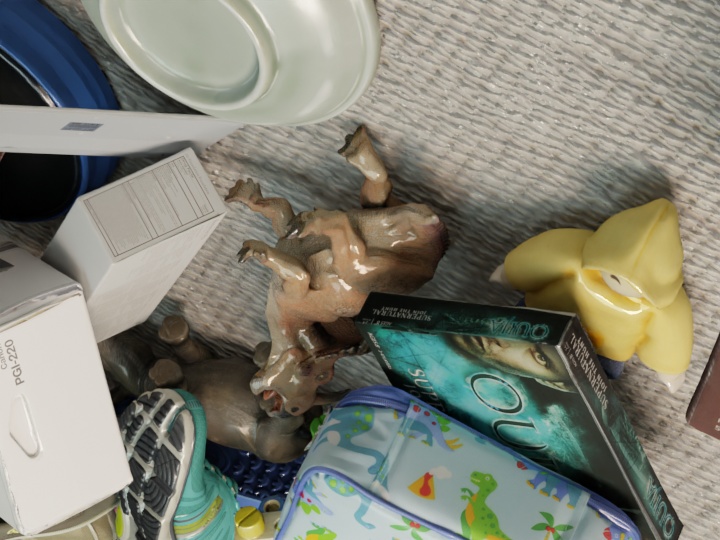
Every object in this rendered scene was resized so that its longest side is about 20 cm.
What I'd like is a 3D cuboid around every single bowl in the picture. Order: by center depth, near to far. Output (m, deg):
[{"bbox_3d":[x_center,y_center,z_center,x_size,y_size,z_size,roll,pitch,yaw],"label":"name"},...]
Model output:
[{"bbox_3d":[-0.241,-0.108,1.618,0.200,0.039,0.201,21,144,16],"label":"bowl"}]

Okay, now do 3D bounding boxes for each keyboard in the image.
[{"bbox_3d":[-0.163,-0.081,1.502,0.199,0.011,0.056,0,157,-35],"label":"keyboard"}]

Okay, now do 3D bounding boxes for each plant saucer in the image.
[{"bbox_3d":[-0.087,-0.142,1.444,0.199,0.050,0.201,22,145,16],"label":"plant saucer"}]

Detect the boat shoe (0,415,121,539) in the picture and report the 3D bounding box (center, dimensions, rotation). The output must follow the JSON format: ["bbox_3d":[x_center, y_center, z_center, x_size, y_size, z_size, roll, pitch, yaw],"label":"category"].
[{"bbox_3d":[-0.220,0.139,1.714,0.072,0.201,0.060,68,157,10],"label":"boat shoe"}]

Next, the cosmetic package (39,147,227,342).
[{"bbox_3d":[-0.152,-0.005,1.613,0.051,0.082,0.200,61,153,10],"label":"cosmetic package"}]

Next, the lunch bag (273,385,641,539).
[{"bbox_3d":[0.052,0.159,1.533,0.199,0.083,0.161,25,148,3],"label":"lunch bag"}]

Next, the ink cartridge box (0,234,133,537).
[{"bbox_3d":[-0.234,0.056,1.629,0.200,0.085,0.146,29,138,53],"label":"ink cartridge box"}]

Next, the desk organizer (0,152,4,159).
[{"bbox_3d":[-0.317,-0.099,1.584,0.200,0.077,0.072,35,146,-4],"label":"desk organizer"}]

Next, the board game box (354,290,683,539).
[{"bbox_3d":[0.093,0.090,1.507,0.135,0.028,0.200,5,143,34],"label":"board game box"}]

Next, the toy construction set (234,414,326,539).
[{"bbox_3d":[0.031,0.157,1.653,0.199,0.131,0.092,23,146,13],"label":"toy construction set"}]

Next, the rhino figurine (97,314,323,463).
[{"bbox_3d":[-0.110,0.075,1.727,0.199,0.060,0.088,15,152,28],"label":"rhino figurine"}]

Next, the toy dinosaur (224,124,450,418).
[{"bbox_3d":[0.000,0.000,1.531,0.200,0.086,0.136,-24,124,39],"label":"toy dinosaur"}]

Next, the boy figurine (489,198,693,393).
[{"bbox_3d":[0.135,0.025,1.468,0.124,0.065,0.200,34,150,-3],"label":"boy figurine"}]

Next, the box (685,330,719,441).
[{"bbox_3d":[0.274,-0.001,1.232,0.164,0.166,0.200,26,146,10],"label":"box"}]

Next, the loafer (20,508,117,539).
[{"bbox_3d":[-0.255,0.147,1.780,0.200,0.068,0.076,34,139,-13],"label":"loafer"}]

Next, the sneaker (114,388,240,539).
[{"bbox_3d":[-0.117,0.148,1.717,0.078,0.079,0.201,50,149,37],"label":"sneaker"}]

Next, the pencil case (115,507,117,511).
[{"bbox_3d":[-0.227,0.124,1.862,0.082,0.087,0.200,-7,133,14],"label":"pencil case"}]

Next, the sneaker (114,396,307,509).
[{"bbox_3d":[-0.106,0.147,1.805,0.199,0.070,0.078,18,143,21],"label":"sneaker"}]
